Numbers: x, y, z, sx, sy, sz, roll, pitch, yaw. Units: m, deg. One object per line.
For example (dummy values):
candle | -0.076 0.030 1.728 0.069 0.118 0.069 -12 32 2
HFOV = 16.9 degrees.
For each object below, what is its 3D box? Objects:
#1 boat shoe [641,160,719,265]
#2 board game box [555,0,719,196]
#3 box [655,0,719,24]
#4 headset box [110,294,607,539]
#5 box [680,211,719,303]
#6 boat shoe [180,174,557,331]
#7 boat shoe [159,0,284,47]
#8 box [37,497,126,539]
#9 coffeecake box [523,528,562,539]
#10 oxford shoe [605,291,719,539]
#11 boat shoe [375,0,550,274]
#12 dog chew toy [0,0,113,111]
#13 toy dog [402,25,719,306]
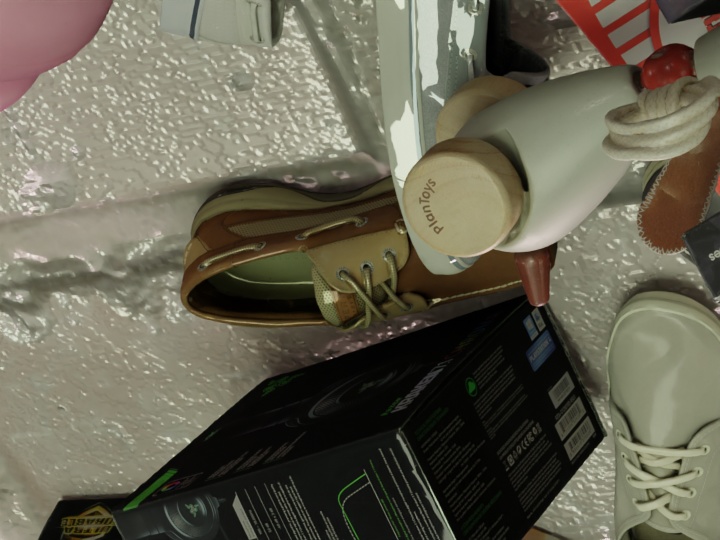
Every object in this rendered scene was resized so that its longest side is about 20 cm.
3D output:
boat shoe | 0.221 0.009 1.157 0.200 0.065 0.072 32 134 -8
board game box | 0.201 -0.126 1.046 0.200 0.046 0.152 -32 106 39
box | 0.174 -0.207 0.932 0.200 0.079 0.141 -35 78 38
headset box | -0.004 0.107 1.246 0.200 0.174 0.093 -19 102 34
box | 0.220 -0.032 1.017 0.143 0.200 0.036 -31 80 15
boat shoe | 0.000 0.000 1.227 0.200 0.074 0.076 -4 129 24
boat shoe | -0.037 -0.162 1.087 0.086 0.075 0.202 15 147 -2
box | -0.077 0.205 1.461 0.200 0.046 0.159 -4 128 23
coffeecake box | 0.140 0.244 1.338 0.200 0.154 0.073 22 134 1
oxford shoe | 0.162 0.096 1.265 0.075 0.058 0.200 9 131 18
boat shoe | 0.051 -0.088 1.117 0.071 0.070 0.201 1 117 16
dog chew toy | -0.196 -0.128 1.162 0.125 0.125 0.200 35 142 -12
toy dog | 0.113 -0.041 1.026 0.200 0.132 0.096 -7 118 46
